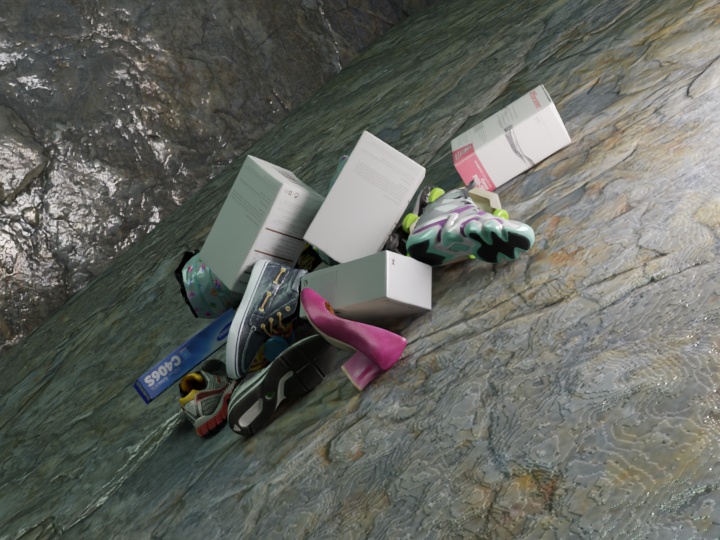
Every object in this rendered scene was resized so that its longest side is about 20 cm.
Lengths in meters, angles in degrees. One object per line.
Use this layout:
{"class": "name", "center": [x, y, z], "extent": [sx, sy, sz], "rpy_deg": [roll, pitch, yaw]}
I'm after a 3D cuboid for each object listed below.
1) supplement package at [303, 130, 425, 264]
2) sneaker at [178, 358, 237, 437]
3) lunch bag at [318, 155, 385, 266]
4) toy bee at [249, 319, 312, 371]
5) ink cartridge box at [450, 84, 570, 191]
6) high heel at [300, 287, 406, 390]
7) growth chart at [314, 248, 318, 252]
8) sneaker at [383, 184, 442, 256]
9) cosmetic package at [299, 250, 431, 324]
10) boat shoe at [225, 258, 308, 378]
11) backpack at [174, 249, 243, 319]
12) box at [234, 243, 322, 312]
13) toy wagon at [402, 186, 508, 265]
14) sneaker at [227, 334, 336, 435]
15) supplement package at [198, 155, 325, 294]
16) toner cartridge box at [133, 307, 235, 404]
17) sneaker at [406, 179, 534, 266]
{"class": "supplement package", "center": [0.008, -0.107, 1.408], "extent": [0.202, 0.120, 0.120], "rpy_deg": [-59, -2, 3]}
{"class": "sneaker", "center": [-0.260, 0.194, 1.434], "extent": [0.077, 0.083, 0.200], "rpy_deg": [-35, 17, 5]}
{"class": "lunch bag", "center": [-0.010, -0.094, 1.561], "extent": [0.204, 0.120, 0.170], "rpy_deg": [-66, 19, 4]}
{"class": "toy bee", "center": [-0.149, 0.093, 1.441], "extent": [0.199, 0.110, 0.131], "rpy_deg": [-37, 17, -4]}
{"class": "ink cartridge box", "center": [0.267, -0.232, 1.526], "extent": [0.198, 0.083, 0.147], "rpy_deg": [-30, 19, 16]}
{"class": "high heel", "center": [-0.014, 0.073, 1.222], "extent": [0.096, 0.067, 0.201], "rpy_deg": [-41, 46, 4]}
{"class": "growth chart", "center": [-0.076, -0.054, 1.802], "extent": [0.198, 0.018, 0.145], "rpy_deg": [-32, 20, 15]}
{"class": "sneaker", "center": [0.092, -0.057, 1.462], "extent": [0.201, 0.073, 0.079], "rpy_deg": [-55, 3, -37]}
{"class": "cosmetic package", "center": [0.006, 0.033, 1.301], "extent": [0.198, 0.100, 0.073], "rpy_deg": [-16, 65, 45]}
{"class": "boat shoe", "center": [-0.146, 0.079, 1.345], "extent": [0.089, 0.071, 0.204], "rpy_deg": [10, 68, 14]}
{"class": "backpack", "center": [-0.296, 0.020, 1.735], "extent": [0.125, 0.169, 0.200], "rpy_deg": [-27, 4, 7]}
{"class": "box", "center": [-0.167, 0.038, 1.619], "extent": [0.159, 0.050, 0.200], "rpy_deg": [-43, 4, -26]}
{"class": "toy wagon", "center": [0.136, -0.061, 1.360], "extent": [0.200, 0.040, 0.154], "rpy_deg": [-44, 41, -20]}
{"class": "sneaker", "center": [-0.130, 0.156, 1.310], "extent": [0.199, 0.076, 0.115], "rpy_deg": [-39, 21, -2]}
{"class": "supplement package", "center": [-0.167, -0.070, 1.448], "extent": [0.116, 0.116, 0.203], "rpy_deg": [38, 104, 38]}
{"class": "toner cartridge box", "center": [-0.293, 0.147, 1.453], "extent": [0.199, 0.043, 0.095], "rpy_deg": [-38, 2, -23]}
{"class": "sneaker", "center": [0.170, -0.083, 1.270], "extent": [0.196, 0.078, 0.142], "rpy_deg": [-2, 48, 26]}
